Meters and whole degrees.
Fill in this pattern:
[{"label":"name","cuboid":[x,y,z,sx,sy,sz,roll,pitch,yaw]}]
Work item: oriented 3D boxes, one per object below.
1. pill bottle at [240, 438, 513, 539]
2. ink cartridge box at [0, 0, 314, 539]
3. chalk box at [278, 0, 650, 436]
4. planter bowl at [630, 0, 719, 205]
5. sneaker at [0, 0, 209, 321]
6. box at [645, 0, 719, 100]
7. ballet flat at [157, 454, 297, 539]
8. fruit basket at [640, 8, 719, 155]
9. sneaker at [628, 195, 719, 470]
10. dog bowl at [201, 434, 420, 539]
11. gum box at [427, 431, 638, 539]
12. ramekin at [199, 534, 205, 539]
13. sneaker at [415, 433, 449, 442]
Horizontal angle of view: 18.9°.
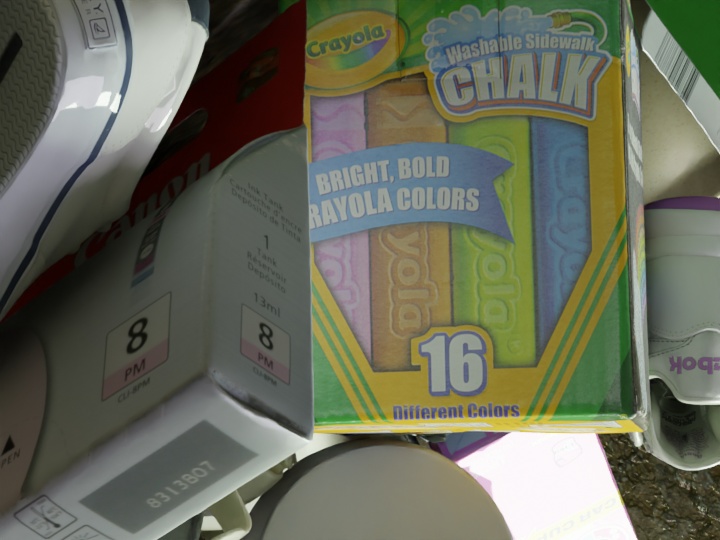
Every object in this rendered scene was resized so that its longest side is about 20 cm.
[{"label":"pill bottle","cuboid":[0.004,0.128,0.870,0.113,0.113,0.200,-34,173,-10]},{"label":"ink cartridge box","cuboid":[-0.087,0.008,0.680,0.162,0.200,0.057,-34,130,28]},{"label":"chalk box","cuboid":[0.039,-0.042,0.784,0.124,0.200,0.124,-3,173,10]},{"label":"planter bowl","cuboid":[0.122,-0.077,0.973,0.200,0.135,0.200,-34,170,-7]},{"label":"sneaker","cuboid":[-0.107,-0.015,0.638,0.071,0.073,0.200,-9,154,-45]},{"label":"box","cuboid":[0.165,-0.123,0.684,0.176,0.200,0.097,-24,166,-46]},{"label":"ballet flat","cuboid":[-0.064,0.065,0.776,0.068,0.068,0.200,-36,-172,23]},{"label":"fruit basket","cuboid":[0.193,-0.112,0.884,0.185,0.094,0.200,-58,140,-12]},{"label":"sneaker","cuboid":[0.120,0.042,0.903,0.075,0.100,0.200,0,162,-1]},{"label":"dog bowl","cuboid":[-0.069,0.085,1.011,0.200,0.074,0.200,-3,137,-3]},{"label":"gum box","cuboid":[0.052,0.047,1.011,0.066,0.200,0.114,-26,131,-1]},{"label":"ramekin","cuboid":[-0.143,0.153,0.849,0.200,0.098,0.200,-47,-177,4]},{"label":"sneaker","cuboid":[0.000,0.000,0.923,0.075,0.200,0.078,25,109,-32]}]
